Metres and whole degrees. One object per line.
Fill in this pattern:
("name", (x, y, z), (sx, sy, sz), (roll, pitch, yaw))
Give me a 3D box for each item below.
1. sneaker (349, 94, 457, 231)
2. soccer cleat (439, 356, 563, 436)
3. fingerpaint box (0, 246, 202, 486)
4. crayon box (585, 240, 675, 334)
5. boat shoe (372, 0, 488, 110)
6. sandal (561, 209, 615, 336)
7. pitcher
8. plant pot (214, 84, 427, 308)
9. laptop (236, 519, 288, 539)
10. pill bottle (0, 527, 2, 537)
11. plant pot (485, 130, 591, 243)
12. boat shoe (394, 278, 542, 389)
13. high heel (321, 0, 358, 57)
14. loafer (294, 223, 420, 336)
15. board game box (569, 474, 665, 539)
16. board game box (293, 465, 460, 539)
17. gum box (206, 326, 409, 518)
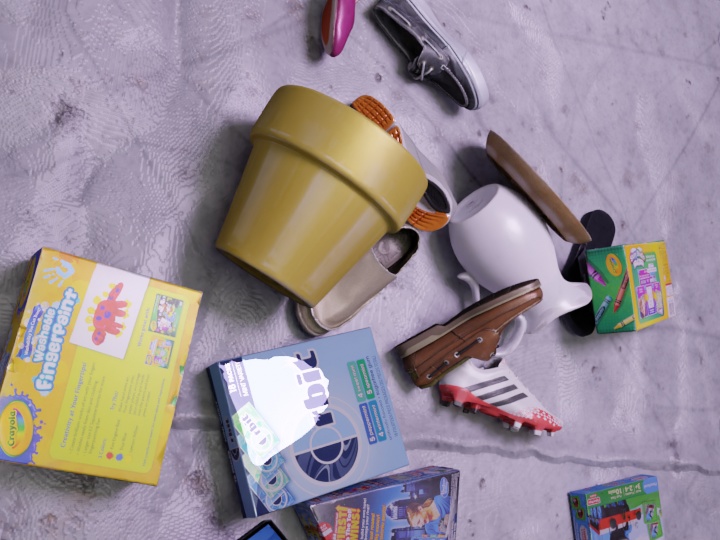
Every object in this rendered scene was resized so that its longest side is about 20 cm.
("sneaker", (0.053, -0.136, 1.034), (0.200, 0.076, 0.092), (57, 20, 6))
("soccer cleat", (0.194, 0.162, 1.062), (0.200, 0.069, 0.085), (22, 76, -21))
("fingerpaint box", (-0.267, 0.098, 0.797), (0.167, 0.073, 0.201), (18, 73, -28))
("crayon box", (0.396, 0.021, 1.165), (0.200, 0.058, 0.119), (-5, 87, -53))
("boat shoe", (0.089, -0.288, 1.079), (0.071, 0.072, 0.200), (-41, 93, -20))
("sandal", (0.341, -0.002, 1.187), (0.076, 0.043, 0.201), (24, 71, -25))
("pitcher", (0.188, 0.003, 1.064), (0.172, 0.121, 0.200), (-41, 108, -5))
("plant pot", (-0.057, -0.070, 0.888), (0.201, 0.201, 0.189), (35, 81, -21))
("laptop", (-0.112, 0.372, 0.800), (0.177, 0.103, 0.200), (-34, 91, -12))
("pill bottle", (-0.374, 0.315, 0.677), (0.111, 0.111, 0.201), (19, 73, -27))
("plant pot", (0.232, -0.106, 1.075), (0.027, 0.200, 0.200), (-43, 107, 8))
("boat shoe", (0.144, 0.079, 0.999), (0.200, 0.072, 0.068), (-29, 87, 13))
("high heel", (0.006, -0.353, 1.029), (0.096, 0.067, 0.201), (13, 72, -17))
("loafer", (0.000, 0.000, 0.972), (0.076, 0.068, 0.200), (51, 62, -14))
("board game box", (0.376, 0.406, 1.147), (0.151, 0.037, 0.201), (-3, 84, -31))
("board game box", (0.013, 0.325, 0.932), (0.199, 0.062, 0.201), (11, 78, -27))
("gum box", (-0.057, 0.167, 0.912), (0.200, 0.045, 0.170), (-10, 79, -31))
